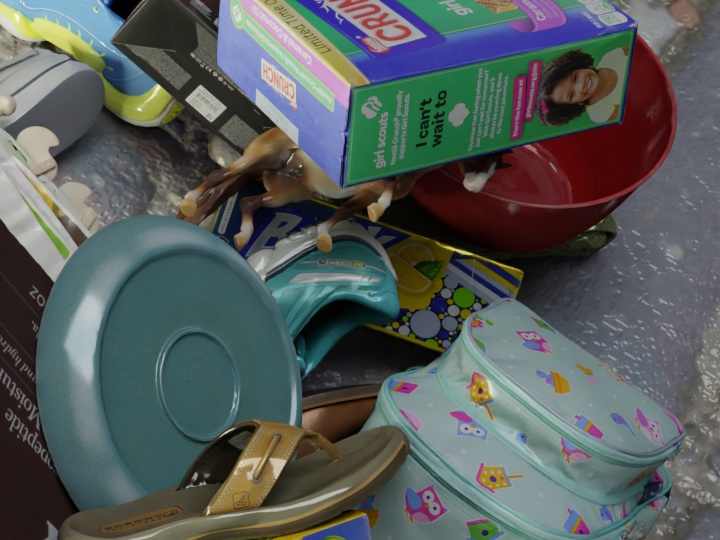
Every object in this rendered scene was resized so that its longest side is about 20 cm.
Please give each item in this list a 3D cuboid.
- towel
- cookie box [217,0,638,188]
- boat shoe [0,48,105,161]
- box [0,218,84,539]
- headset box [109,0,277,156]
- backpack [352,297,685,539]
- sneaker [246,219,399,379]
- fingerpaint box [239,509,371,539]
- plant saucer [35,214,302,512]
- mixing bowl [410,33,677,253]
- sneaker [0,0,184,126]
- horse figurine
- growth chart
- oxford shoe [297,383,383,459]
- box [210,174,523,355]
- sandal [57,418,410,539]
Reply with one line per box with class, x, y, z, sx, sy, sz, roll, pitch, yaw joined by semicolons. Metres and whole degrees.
towel;0.068;-0.064;1.575;0.199;0.037;0.149;-5;54;-17
cookie box;0.037;-0.137;1.381;0.199;0.076;0.171;-15;38;-25
boat shoe;-0.258;-0.086;1.477;0.066;0.072;0.200;29;55;31
box;-0.252;0.100;1.227;0.164;0.166;0.201;-11;42;30
headset box;-0.053;-0.180;1.520;0.149;0.075;0.200;41;47;-11
backpack;0.084;0.117;1.324;0.176;0.154;0.200;38;30;14
sneaker;-0.069;0.042;1.385;0.199;0.078;0.080;-30;60;-1
fingerpaint box;-0.062;0.242;1.199;0.166;0.073;0.201;-17;100;-26
plant saucer;-0.097;0.066;1.275;0.200;0.027;0.201;14;71;-46
mixing bowl;0.101;-0.086;1.506;0.199;0.109;0.201;6;51;-7
sneaker;-0.187;-0.192;1.557;0.200;0.105;0.076;39;52;15
horse figurine;-0.024;-0.054;1.382;0.199;0.050;0.133;0;29;31
growth chart;-0.214;-0.003;1.410;0.144;0.018;0.201;-30;89;-36
oxford shoe;-0.053;0.114;1.392;0.199;0.071;0.072;-17;89;-30
box;0.000;0.000;1.470;0.199;0.064;0.070;19;88;-2
sandal;-0.066;0.109;1.200;0.199;0.080;0.054;-13;102;-15
